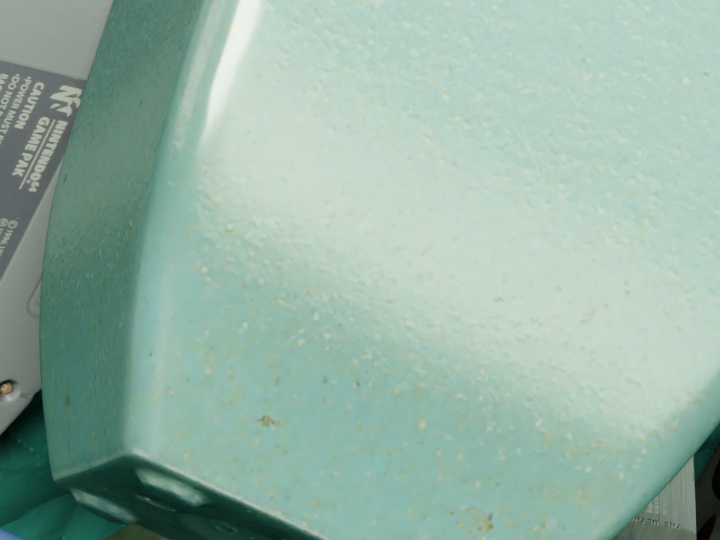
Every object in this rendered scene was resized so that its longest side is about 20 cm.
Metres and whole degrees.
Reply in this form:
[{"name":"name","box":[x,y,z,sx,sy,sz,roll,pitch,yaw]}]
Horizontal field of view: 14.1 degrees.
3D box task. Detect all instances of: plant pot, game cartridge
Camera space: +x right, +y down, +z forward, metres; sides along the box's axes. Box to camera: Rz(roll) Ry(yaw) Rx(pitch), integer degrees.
[{"name":"plant pot","box":[0.010,-0.006,0.835,0.196,0.196,0.200,25,76,-13]},{"name":"game cartridge","box":[-0.140,-0.022,0.963,0.133,0.041,0.200,15,120,-28]}]

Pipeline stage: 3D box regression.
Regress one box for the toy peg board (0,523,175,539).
[{"name":"toy peg board","box":[-0.146,0.162,0.925,0.098,0.200,0.199,25,71,-12]}]

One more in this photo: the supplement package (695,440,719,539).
[{"name":"supplement package","box":[0.215,0.077,1.040,0.147,0.200,0.191,31,91,2]}]

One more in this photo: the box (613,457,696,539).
[{"name":"box","box":[0.081,0.143,1.030,0.048,0.158,0.200,7,121,2]}]
